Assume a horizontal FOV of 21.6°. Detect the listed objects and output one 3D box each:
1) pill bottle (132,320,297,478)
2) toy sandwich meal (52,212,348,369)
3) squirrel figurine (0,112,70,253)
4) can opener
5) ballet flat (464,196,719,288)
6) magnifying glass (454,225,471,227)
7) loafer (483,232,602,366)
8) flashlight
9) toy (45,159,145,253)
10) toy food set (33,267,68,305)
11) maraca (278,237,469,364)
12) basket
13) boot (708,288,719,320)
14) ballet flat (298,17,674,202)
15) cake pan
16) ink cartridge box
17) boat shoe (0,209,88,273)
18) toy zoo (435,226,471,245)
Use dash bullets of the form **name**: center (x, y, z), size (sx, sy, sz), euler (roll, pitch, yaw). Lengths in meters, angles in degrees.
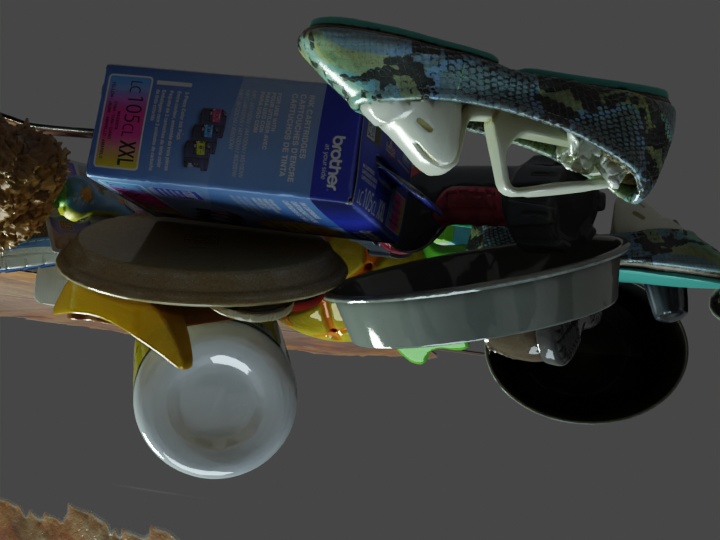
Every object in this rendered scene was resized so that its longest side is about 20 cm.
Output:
- **pill bottle**: center (-0.107, 0.069, 1.352), size (0.112, 0.112, 0.200), euler (10, -170, -8)
- **toy sandwich meal**: center (-0.107, 0.012, 1.208), size (0.205, 0.070, 0.205), euler (3, -165, -1)
- **squirrel figurine**: center (-0.301, -0.036, 1.328), size (0.200, 0.142, 0.187), euler (-14, 142, 6)
- **can opener**: center (0.208, -0.003, 1.422), size (0.063, 0.079, 0.200), euler (0, -178, 2)
- **ballet flat**: center (0.163, -0.022, 1.302), size (0.200, 0.074, 0.074), euler (0, 170, 25)
- **magnifying glass**: center (0.079, -0.042, 1.420), size (0.200, 0.022, 0.080), euler (5, 172, 31)
- **loafer**: center (0.137, 0.015, 1.417), size (0.071, 0.073, 0.200), euler (0, -167, 18)
- **flashlight**: center (0.071, -0.038, 1.246), size (0.068, 0.068, 0.200), euler (-33, -157, -32)
- **toy**: center (-0.147, -0.048, 1.439), size (0.200, 0.115, 0.047), euler (9, 129, -29)
- **toy food set**: center (-0.166, -0.004, 1.611), size (0.143, 0.060, 0.200), euler (6, -162, 22)
- **maraca**: center (0.000, 0.000, 1.410), size (0.200, 0.137, 0.107), euler (23, -144, -6)
- **basket**: center (0.203, 0.075, 1.768), size (0.180, 0.136, 0.200), euler (3, 176, 2)
- **boot**: center (0.377, 0.050, 1.584), size (0.200, 0.073, 0.182), euler (5, 161, -27)
- **ballet flat**: center (0.063, -0.075, 0.945), size (0.200, 0.074, 0.074), euler (10, 173, -11)
- **cake pan**: center (0.076, 0.014, 1.206), size (0.200, 0.037, 0.200), euler (-10, -174, 1)
- **ink cartridge box**: center (-0.049, -0.069, 1.162), size (0.200, 0.076, 0.136), euler (5, 172, 15)
- **boat shoe**: center (-0.206, -0.045, 1.500), size (0.200, 0.072, 0.072), euler (-9, -178, -21)
- **toy zoo**: center (0.077, -0.020, 1.591), size (0.200, 0.020, 0.131), euler (15, 171, -37)
